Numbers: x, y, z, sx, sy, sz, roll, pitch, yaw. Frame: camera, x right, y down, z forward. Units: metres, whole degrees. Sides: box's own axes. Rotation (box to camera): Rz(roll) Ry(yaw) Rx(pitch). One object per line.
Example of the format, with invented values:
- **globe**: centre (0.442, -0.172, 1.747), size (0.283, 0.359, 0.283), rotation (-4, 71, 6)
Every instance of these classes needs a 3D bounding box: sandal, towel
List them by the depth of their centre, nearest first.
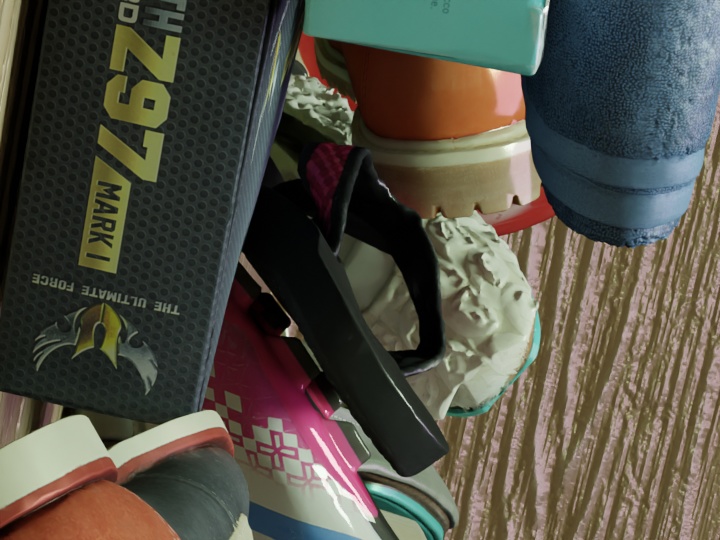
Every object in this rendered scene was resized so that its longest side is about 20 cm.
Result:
- **towel**: centre (0.071, -0.114, 0.657), size (0.112, 0.048, 0.201), rotation (-83, -178, -67)
- **sandal**: centre (0.000, 0.000, 0.740), size (0.045, 0.075, 0.200), rotation (-37, -161, 0)

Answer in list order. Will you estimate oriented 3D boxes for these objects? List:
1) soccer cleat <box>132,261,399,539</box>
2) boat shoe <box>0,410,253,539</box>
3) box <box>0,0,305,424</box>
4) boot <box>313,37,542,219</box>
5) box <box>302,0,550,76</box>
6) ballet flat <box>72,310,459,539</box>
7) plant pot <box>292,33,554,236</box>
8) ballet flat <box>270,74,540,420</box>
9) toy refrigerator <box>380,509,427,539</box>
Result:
- **soccer cleat**: centre (-0.031, 0.071, 0.758), size (0.086, 0.200, 0.070), rotation (-35, 177, -1)
- **boat shoe**: centre (-0.048, 0.067, 0.537), size (0.071, 0.063, 0.200), rotation (-34, 175, 0)
- **box**: centre (-0.036, -0.078, 0.654), size (0.200, 0.051, 0.158), rotation (-79, -178, -66)
- **boot**: centre (0.021, -0.099, 0.858), size (0.200, 0.075, 0.108), rotation (-106, -173, -69)
- **box**: centre (0.020, -0.104, 0.637), size (0.200, 0.049, 0.083), rotation (-82, 180, -76)
- **ballet flat**: centre (-0.021, 0.047, 0.918), size (0.200, 0.067, 0.064), rotation (25, 69, -57)
- **plant pot**: centre (0.042, -0.113, 1.094), size (0.183, 0.200, 0.201), rotation (-61, 163, -79)
- **ballet flat**: centre (-0.016, -0.014, 0.877), size (0.200, 0.071, 0.072), rotation (44, -53, 57)
- **toy refrigerator**: centre (-0.047, 0.168, 0.877), size (0.200, 0.070, 0.076), rotation (-60, -151, 22)
